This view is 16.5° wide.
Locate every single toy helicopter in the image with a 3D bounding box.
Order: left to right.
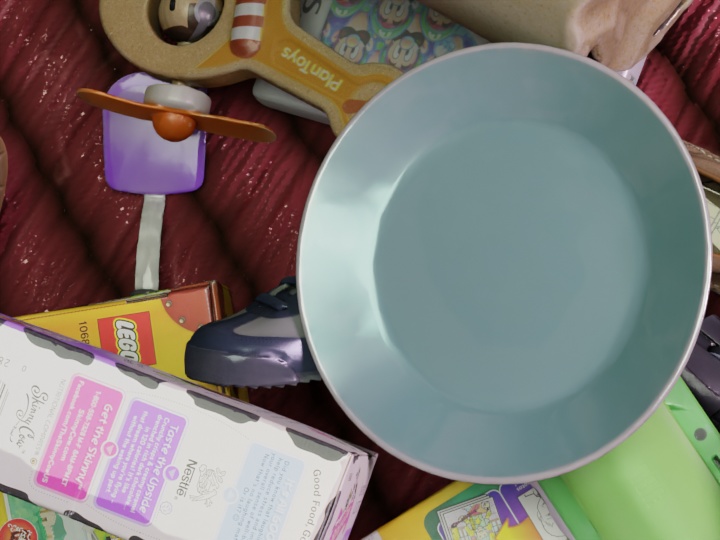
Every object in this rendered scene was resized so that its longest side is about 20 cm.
[{"bbox_3d":[-0.056,-0.108,1.263,0.199,0.079,0.133,33,85,27],"label":"toy helicopter"}]

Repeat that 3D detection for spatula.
[{"bbox_3d":[-0.111,-0.004,1.301,0.056,0.021,0.201,1,80,5],"label":"spatula"}]

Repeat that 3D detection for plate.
[{"bbox_3d":[0.065,-0.003,1.131,0.199,0.026,0.202,-3,83,22],"label":"plate"}]

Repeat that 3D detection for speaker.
[{"bbox_3d":[0.133,0.104,1.156,0.088,0.088,0.201,-33,76,0],"label":"speaker"}]

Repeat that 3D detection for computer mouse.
[{"bbox_3d":[0.158,0.023,1.211,0.200,0.034,0.059,50,56,-14],"label":"computer mouse"}]

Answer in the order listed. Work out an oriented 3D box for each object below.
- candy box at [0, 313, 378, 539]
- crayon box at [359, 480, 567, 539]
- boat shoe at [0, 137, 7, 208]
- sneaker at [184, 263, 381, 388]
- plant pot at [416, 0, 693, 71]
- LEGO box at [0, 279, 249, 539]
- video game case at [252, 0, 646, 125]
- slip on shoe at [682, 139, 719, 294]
[{"bbox_3d":[-0.099,0.080,1.117,0.199,0.168,0.072,20,87,6],"label":"candy box"},{"bbox_3d":[0.088,0.150,1.226,0.199,0.058,0.119,-32,77,1],"label":"crayon box"},{"bbox_3d":[-0.240,0.013,1.299,0.064,0.071,0.201,19,90,46],"label":"boat shoe"},{"bbox_3d":[0.000,0.000,1.202,0.199,0.070,0.083,-16,109,-30],"label":"sneaker"},{"bbox_3d":[0.075,-0.190,1.179,0.183,0.200,0.201,38,86,18],"label":"plant pot"},{"bbox_3d":[-0.125,0.117,1.240,0.148,0.077,0.201,-8,84,4],"label":"LEGO box"},{"bbox_3d":[0.061,-0.147,1.279,0.199,0.024,0.183,17,81,27],"label":"video game case"},{"bbox_3d":[0.138,-0.039,1.254,0.199,0.061,0.076,27,84,12],"label":"slip on shoe"}]
